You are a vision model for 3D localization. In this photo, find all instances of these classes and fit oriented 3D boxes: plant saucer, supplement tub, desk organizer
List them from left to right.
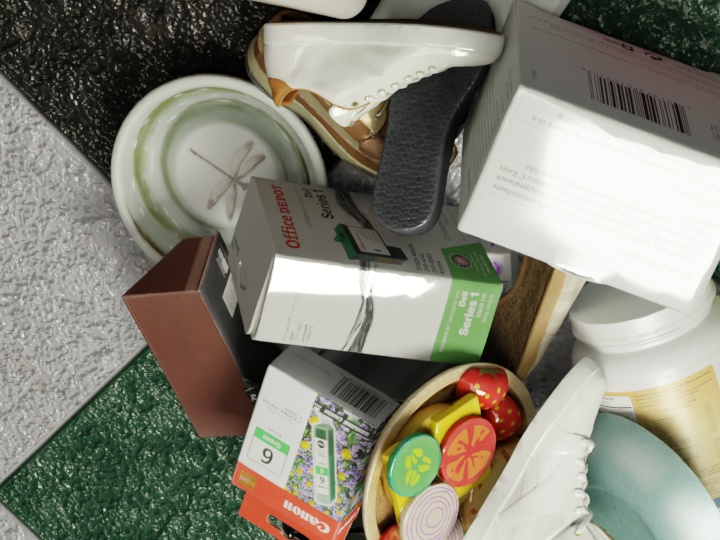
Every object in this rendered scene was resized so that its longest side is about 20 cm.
[{"bbox_3d":[-0.136,0.062,1.550,0.076,0.072,0.201,-4,135,19],"label":"desk organizer"},{"bbox_3d":[-0.120,-0.082,1.534,0.198,0.050,0.202,5,114,11],"label":"plant saucer"},{"bbox_3d":[0.226,0.215,1.441,0.201,0.039,0.202,41,147,33],"label":"plant saucer"},{"bbox_3d":[0.263,0.104,1.471,0.143,0.145,0.202,-14,109,19],"label":"supplement tub"}]

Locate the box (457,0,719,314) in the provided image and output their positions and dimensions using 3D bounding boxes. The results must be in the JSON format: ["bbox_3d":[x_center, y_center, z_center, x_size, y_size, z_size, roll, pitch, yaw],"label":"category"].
[{"bbox_3d":[0.188,-0.093,1.359,0.197,0.200,0.132,20,117,-6],"label":"box"}]

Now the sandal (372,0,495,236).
[{"bbox_3d":[0.057,-0.127,1.415,0.075,0.043,0.202,18,87,24],"label":"sandal"}]

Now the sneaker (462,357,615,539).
[{"bbox_3d":[0.172,0.181,1.394,0.115,0.074,0.201,30,94,21],"label":"sneaker"}]

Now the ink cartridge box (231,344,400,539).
[{"bbox_3d":[-0.049,0.173,1.485,0.108,0.050,0.201,29,123,14],"label":"ink cartridge box"}]

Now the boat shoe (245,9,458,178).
[{"bbox_3d":[-0.005,-0.145,1.452,0.199,0.076,0.074,33,144,-3],"label":"boat shoe"}]

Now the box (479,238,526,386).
[{"bbox_3d":[0.124,0.069,1.547,0.038,0.042,0.202,0,114,14],"label":"box"}]

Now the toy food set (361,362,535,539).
[{"bbox_3d":[0.080,0.174,1.434,0.048,0.197,0.202,27,140,45],"label":"toy food set"}]

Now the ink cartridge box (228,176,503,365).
[{"bbox_3d":[0.000,0.000,1.450,0.198,0.146,0.085,8,117,-18],"label":"ink cartridge box"}]

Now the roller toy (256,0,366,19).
[{"bbox_3d":[-0.071,-0.280,1.352,0.199,0.182,0.141,17,99,32],"label":"roller toy"}]

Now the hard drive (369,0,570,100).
[{"bbox_3d":[0.100,-0.231,1.430,0.131,0.026,0.201,33,117,-2],"label":"hard drive"}]

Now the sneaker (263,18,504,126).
[{"bbox_3d":[0.020,-0.158,1.382,0.198,0.073,0.086,2,99,20],"label":"sneaker"}]

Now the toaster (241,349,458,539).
[{"bbox_3d":[0.013,0.166,1.553,0.179,0.119,0.202,1,114,28],"label":"toaster"}]

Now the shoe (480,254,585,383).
[{"bbox_3d":[0.150,0.034,1.457,0.053,0.070,0.201,-9,143,-27],"label":"shoe"}]
